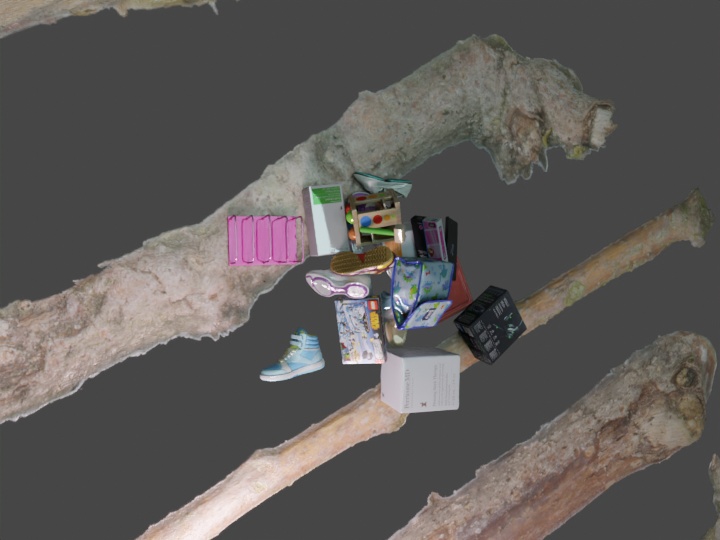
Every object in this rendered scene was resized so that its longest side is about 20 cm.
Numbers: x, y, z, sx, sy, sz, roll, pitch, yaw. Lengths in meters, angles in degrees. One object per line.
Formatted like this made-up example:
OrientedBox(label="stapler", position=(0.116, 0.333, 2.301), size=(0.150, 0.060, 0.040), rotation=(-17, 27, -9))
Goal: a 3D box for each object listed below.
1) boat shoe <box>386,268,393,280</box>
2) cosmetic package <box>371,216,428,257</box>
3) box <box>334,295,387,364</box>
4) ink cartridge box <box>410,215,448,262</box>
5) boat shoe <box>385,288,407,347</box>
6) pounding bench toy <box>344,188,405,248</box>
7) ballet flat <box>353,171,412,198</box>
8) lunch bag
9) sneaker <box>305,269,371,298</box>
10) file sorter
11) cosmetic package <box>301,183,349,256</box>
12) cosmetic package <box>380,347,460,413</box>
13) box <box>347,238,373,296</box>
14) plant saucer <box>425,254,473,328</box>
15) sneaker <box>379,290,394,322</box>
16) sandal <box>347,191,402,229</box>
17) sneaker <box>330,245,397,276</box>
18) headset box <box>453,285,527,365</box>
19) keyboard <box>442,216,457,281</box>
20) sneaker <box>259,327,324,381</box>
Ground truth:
OrientedBox(label="boat shoe", position=(0.156, 0.018, 1.684), size=(0.199, 0.061, 0.076), rotation=(33, 109, -26))
OrientedBox(label="cosmetic package", position=(0.141, -0.088, 1.699), size=(0.198, 0.071, 0.103), rotation=(-19, 117, -20))
OrientedBox(label="box", position=(0.003, 0.178, 1.631), size=(0.135, 0.040, 0.203), rotation=(-3, 104, 15))
OrientedBox(label="ink cartridge box", position=(0.212, -0.066, 1.644), size=(0.037, 0.094, 0.202), rotation=(-40, 127, -37))
OrientedBox(label="boat shoe", position=(0.124, 0.141, 1.712), size=(0.073, 0.069, 0.203), rotation=(2, 90, -20))
OrientedBox(label="pounding bench toy", position=(0.039, -0.135, 1.566), size=(0.153, 0.201, 0.126), rotation=(-9, 118, -2))
OrientedBox(label="ballet flat", position=(0.068, -0.258, 1.691), size=(0.197, 0.069, 0.071), rotation=(6, 89, -23))
OrientedBox(label="lunch bag", position=(0.174, 0.067, 1.563), size=(0.169, 0.126, 0.203), rotation=(1, 101, -47))
OrientedBox(label="sneaker", position=(-0.063, 0.030, 1.627), size=(0.197, 0.100, 0.076), rotation=(10, 128, 10))
OrientedBox(label="file sorter", position=(-0.263, -0.085, 1.530), size=(0.197, 0.125, 0.141), rotation=(-2, 91, -21))
OrientedBox(label="cosmetic package", position=(-0.103, -0.147, 1.613), size=(0.106, 0.085, 0.203), rotation=(-10, 93, -22))
OrientedBox(label="cosmetic package", position=(0.181, 0.332, 1.686), size=(0.197, 0.166, 0.170), rotation=(1, 91, -20))
OrientedBox(label="box", position=(0.000, 0.000, 1.678), size=(0.041, 0.039, 0.203), rotation=(-14, 96, -18))
OrientedBox(label="plant saucer", position=(0.270, 0.061, 1.785), size=(0.198, 0.037, 0.203), rotation=(-24, 100, -19))
OrientedBox(label="sneaker", position=(0.071, 0.110, 1.674), size=(0.198, 0.074, 0.083), rotation=(-26, 68, 13))
OrientedBox(label="sandal", position=(0.054, -0.180, 1.690), size=(0.201, 0.050, 0.083), rotation=(29, 81, -20))
OrientedBox(label="sneaker", position=(0.011, -0.015, 1.579), size=(0.090, 0.197, 0.076), rotation=(40, 48, -59))
OrientedBox(label="headset box", position=(0.434, 0.174, 1.805), size=(0.200, 0.093, 0.175), rotation=(-41, 114, -15))
OrientedBox(label="keyboard", position=(0.275, -0.071, 1.735), size=(0.126, 0.020, 0.203), rotation=(20, 70, -54))
OrientedBox(label="sneaker", position=(-0.205, 0.239, 1.586), size=(0.198, 0.079, 0.133), rotation=(-12, 97, -30))
